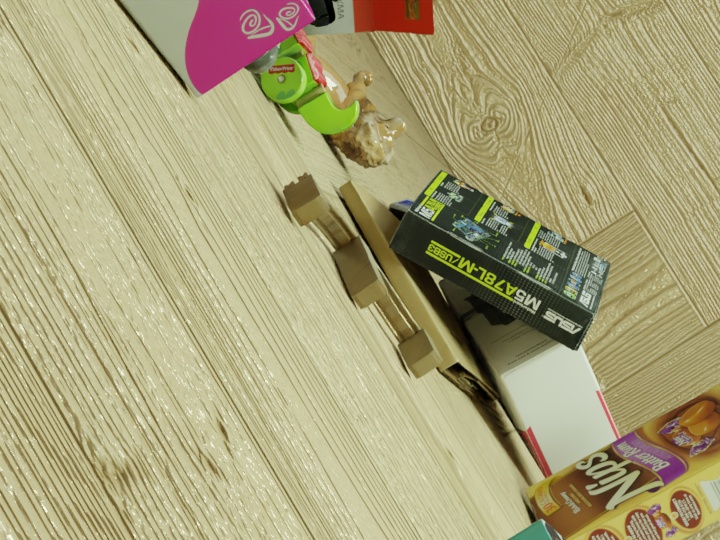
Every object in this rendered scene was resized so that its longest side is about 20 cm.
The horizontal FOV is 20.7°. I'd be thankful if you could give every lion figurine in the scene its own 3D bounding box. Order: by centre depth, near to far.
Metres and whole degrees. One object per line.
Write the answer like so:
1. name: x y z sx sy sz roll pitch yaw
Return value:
1. lion figurine: -0.038 -0.189 1.952 0.200 0.072 0.123 42 24 -14

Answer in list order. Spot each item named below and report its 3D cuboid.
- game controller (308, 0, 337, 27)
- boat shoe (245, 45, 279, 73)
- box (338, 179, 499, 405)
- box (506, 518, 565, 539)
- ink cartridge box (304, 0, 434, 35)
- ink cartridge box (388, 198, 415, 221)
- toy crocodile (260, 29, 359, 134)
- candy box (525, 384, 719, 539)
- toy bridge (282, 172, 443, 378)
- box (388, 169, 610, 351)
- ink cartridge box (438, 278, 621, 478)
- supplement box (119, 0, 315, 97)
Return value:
1. game controller: -0.069 -0.278 1.660 0.200 0.042 0.105 -128 -156 -57
2. boat shoe: -0.107 -0.233 1.619 0.064 0.070 0.201 51 17 -39
3. box: 0.055 0.022 1.806 0.201 0.021 0.163 61 8 21
4. box: 0.156 0.269 1.304 0.201 0.049 0.082 61 8 26
5. ink cartridge box: -0.030 -0.290 1.745 0.199 0.057 0.164 12 -67 43
6. ink cartridge box: 0.079 -0.044 2.014 0.094 0.037 0.200 18 7 5
7. toy crocodile: -0.072 -0.201 1.729 0.201 0.061 0.067 59 7 13
8. candy box: 0.247 0.187 1.687 0.057 0.199 0.117 58 5 -21
9. toy bridge: 0.000 0.000 1.484 0.200 0.027 0.067 53 7 -36
10. box: 0.132 -0.013 1.808 0.192 0.048 0.200 27 17 3
11. ink cartridge box: 0.162 0.088 1.888 0.146 0.084 0.200 64 -2 -30
12. supplement box: -0.117 -0.228 1.353 0.104 0.101 0.201 53 9 -38
